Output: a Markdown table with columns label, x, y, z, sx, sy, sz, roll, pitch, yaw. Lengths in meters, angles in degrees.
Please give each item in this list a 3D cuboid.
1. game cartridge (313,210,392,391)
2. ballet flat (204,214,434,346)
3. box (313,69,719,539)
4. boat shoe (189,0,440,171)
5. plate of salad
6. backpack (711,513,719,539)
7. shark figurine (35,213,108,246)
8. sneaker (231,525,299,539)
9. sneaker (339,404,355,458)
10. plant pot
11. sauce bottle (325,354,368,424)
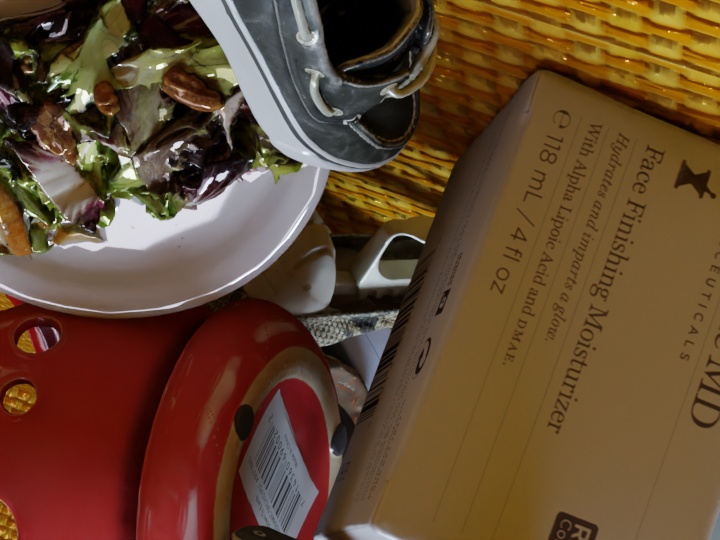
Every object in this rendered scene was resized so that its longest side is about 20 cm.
| label | x | y | z | sx | sy | sz | roll | pitch | yaw |
| --- | --- | --- | --- | --- | --- | --- | --- | --- | --- |
| game cartridge | -0.029 | 0.033 | 1.204 | 0.200 | 0.041 | 0.133 | 60 | 160 | -13 |
| ballet flat | 0.000 | 0.000 | 1.048 | 0.200 | 0.068 | 0.075 | -5 | 148 | -20 |
| box | 0.082 | 0.047 | 0.880 | 0.130 | 0.199 | 0.200 | 21 | 168 | -4 |
| boat shoe | -0.007 | -0.086 | 0.755 | 0.064 | 0.071 | 0.200 | 17 | 166 | 25 |
| plate of salad | -0.110 | -0.059 | 0.831 | 0.200 | 0.200 | 0.048 | 23 | -150 | -9 |
| backpack | 0.195 | 0.163 | 1.205 | 0.167 | 0.200 | 0.127 | 22 | 172 | 0 |
| shark figurine | -0.075 | -0.078 | 0.970 | 0.090 | 0.128 | 0.214 | 51 | -157 | 10 |
| sneaker | -0.004 | 0.149 | 0.806 | 0.146 | 0.077 | 0.202 | 17 | 168 | 12 |
| sneaker | -0.089 | 0.055 | 1.077 | 0.200 | 0.076 | 0.091 | 26 | 161 | 28 |
| plant pot | -0.118 | 0.098 | 0.951 | 0.182 | 0.201 | 0.200 | 6 | 164 | 23 |
| sauce bottle | -0.069 | 0.067 | 1.204 | 0.066 | 0.066 | 0.200 | 29 | 173 | -32 |
